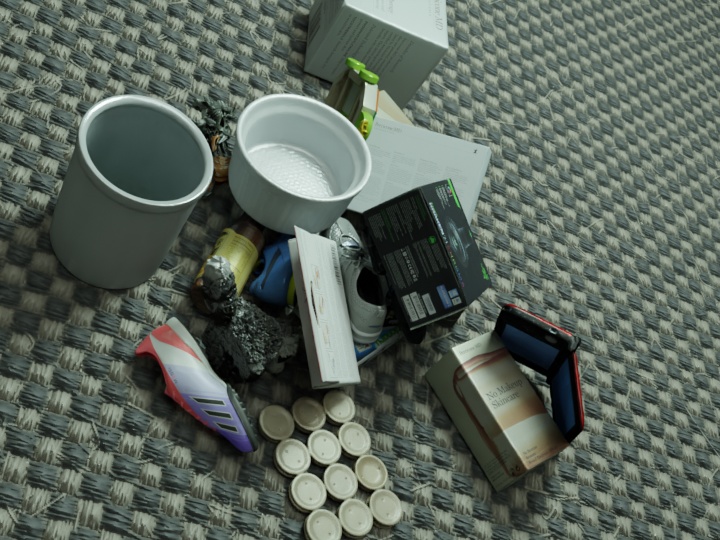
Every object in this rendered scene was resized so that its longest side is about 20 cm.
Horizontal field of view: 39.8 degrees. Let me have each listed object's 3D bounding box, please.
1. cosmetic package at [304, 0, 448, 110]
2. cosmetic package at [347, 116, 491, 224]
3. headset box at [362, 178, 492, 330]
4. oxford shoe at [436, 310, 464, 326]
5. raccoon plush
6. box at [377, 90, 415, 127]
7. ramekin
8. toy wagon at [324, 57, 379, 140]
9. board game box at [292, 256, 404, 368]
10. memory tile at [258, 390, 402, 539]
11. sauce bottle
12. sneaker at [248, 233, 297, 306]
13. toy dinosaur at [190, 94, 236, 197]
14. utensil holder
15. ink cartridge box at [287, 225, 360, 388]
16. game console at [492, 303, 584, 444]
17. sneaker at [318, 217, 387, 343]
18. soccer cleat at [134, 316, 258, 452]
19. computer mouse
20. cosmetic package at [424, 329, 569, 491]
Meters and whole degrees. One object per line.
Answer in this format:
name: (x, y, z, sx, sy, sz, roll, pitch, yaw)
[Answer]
cosmetic package: (0.026, -0.420, 1.734, 0.199, 0.166, 0.168, 18, 50, -21)
cosmetic package: (0.086, -0.141, 1.538, 0.199, 0.152, 0.052, 18, 3, 13)
headset box: (0.101, -0.029, 1.406, 0.175, 0.092, 0.200, 68, 19, -1)
oxford shoe: (0.141, -0.017, 1.566, 0.072, 0.085, 0.201, 7, 53, -25)
raccoon plush: (-0.127, 0.056, 1.291, 0.096, 0.201, 0.134, 29, 42, 28)
box: (0.056, -0.186, 1.631, 0.078, 0.095, 0.200, -29, 77, -43)
ramekin: (-0.092, -0.146, 1.415, 0.199, 0.098, 0.202, 14, 49, -17)
toy wagon: (-0.017, -0.237, 1.546, 0.039, 0.156, 0.200, 17, 19, -26)
board game box: (0.011, 0.056, 1.465, 0.199, 0.035, 0.126, -31, 76, -42)
memory tile: (-0.039, 0.256, 1.302, 0.152, 0.017, 0.201, -10, 63, -36)
sauce bottle: (-0.174, -0.025, 1.395, 0.066, 0.066, 0.201, 31, 45, -8)
sneaker: (-0.109, -0.028, 1.435, 0.078, 0.066, 0.201, 10, 41, 5)
toy dinosaur: (-0.223, -0.170, 1.471, 0.199, 0.102, 0.137, 8, 67, -48)
utensil holder: (-0.298, -0.094, 1.274, 0.169, 0.200, 0.171, 15, 51, -20)
ink cartridge box: (-0.059, 0.052, 1.304, 0.176, 0.044, 0.202, 20, 59, -73)
game console: (0.251, 0.158, 1.443, 0.171, 0.200, 0.119, 27, 73, 10)
sneaker: (0.000, 0.000, 1.419, 0.074, 0.082, 0.201, -3, 58, -32)
soccer cleat: (-0.203, 0.156, 1.252, 0.073, 0.068, 0.201, -34, 82, -18)
computer mouse: (0.052, 0.021, 1.396, 0.059, 0.034, 0.201, -89, 157, -57)
cosmetic package: (0.195, 0.200, 1.435, 0.103, 0.087, 0.201, -20, 69, -38)
